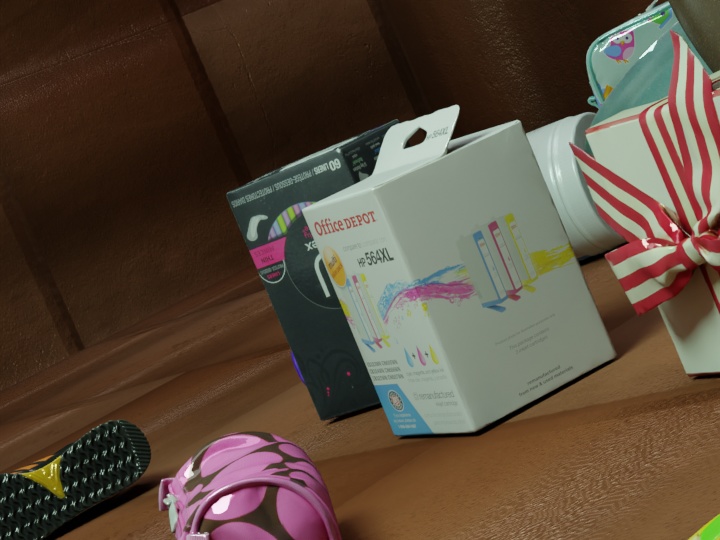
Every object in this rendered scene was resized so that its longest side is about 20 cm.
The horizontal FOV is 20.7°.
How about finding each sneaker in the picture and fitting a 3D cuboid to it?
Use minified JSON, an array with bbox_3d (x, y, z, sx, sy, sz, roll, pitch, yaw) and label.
[{"bbox_3d":[-0.269,0.193,1.641,0.199,0.070,0.090,-25,-10,-18],"label":"sneaker"}]

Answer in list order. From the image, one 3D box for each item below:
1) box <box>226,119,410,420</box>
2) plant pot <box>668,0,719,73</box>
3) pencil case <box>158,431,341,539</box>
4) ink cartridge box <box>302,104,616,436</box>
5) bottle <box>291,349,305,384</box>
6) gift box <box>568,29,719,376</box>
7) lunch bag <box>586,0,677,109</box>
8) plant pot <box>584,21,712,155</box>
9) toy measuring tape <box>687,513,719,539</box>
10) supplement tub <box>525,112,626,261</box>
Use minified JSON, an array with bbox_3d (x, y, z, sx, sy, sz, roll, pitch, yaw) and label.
[{"bbox_3d":[0.000,0.000,1.569,0.122,0.201,0.106,-20,6,34],"label":"box"},{"bbox_3d":[0.295,-0.179,1.310,0.186,0.187,0.200,-22,35,18],"label":"plant pot"},{"bbox_3d":[-0.063,0.140,1.083,0.093,0.091,0.200,11,-1,-7],"label":"pencil case"},{"bbox_3d":[0.060,-0.004,1.344,0.125,0.201,0.128,-26,5,-25],"label":"ink cartridge box"},{"bbox_3d":[-0.002,0.055,1.773,0.083,0.066,0.200,-23,5,16],"label":"bottle"},{"bbox_3d":[0.239,-0.055,1.119,0.186,0.201,0.184,-27,1,-23],"label":"gift box"},{"bbox_3d":[0.291,-0.143,1.725,0.160,0.201,0.077,-24,3,20],"label":"lunch bag"},{"bbox_3d":[0.292,-0.107,1.520,0.200,0.134,0.201,-34,-22,-16],"label":"plant pot"},{"bbox_3d":[0.107,0.134,0.632,0.200,0.074,0.074,-46,-2,17],"label":"toy measuring tape"},{"bbox_3d":[0.152,-0.058,1.868,0.199,0.133,0.132,-20,7,34],"label":"supplement tub"}]
